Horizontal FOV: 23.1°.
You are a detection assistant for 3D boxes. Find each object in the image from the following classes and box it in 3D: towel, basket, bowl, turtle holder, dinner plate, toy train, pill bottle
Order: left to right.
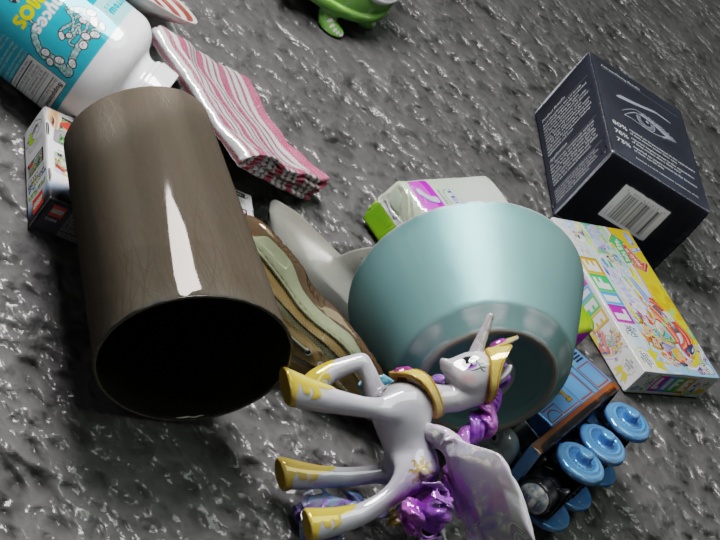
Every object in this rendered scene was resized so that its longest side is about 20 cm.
[{"bbox_3d":[-0.245,-0.191,1.421,0.199,0.111,0.111,37,30,-9],"label":"pill bottle"},{"bbox_3d":[-0.226,-0.265,1.513,0.199,0.024,0.200,36,10,-8],"label":"dinner plate"},{"bbox_3d":[-0.141,-0.020,1.264,0.181,0.135,0.202,55,15,-60],"label":"basket"},{"bbox_3d":[-0.103,-0.137,1.533,0.147,0.030,0.200,53,9,15],"label":"towel"},{"bbox_3d":[-0.020,-0.342,1.856,0.184,0.132,0.142,13,41,-40],"label":"turtle holder"},{"bbox_3d":[0.094,0.055,1.419,0.199,0.201,0.106,24,32,-28],"label":"bowl"},{"bbox_3d":[0.168,0.146,1.517,0.114,0.087,0.199,40,31,15],"label":"toy train"}]

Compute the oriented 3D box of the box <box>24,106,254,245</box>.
[{"bbox_3d":[-0.171,-0.048,1.403,0.199,0.035,0.111,23,35,-30],"label":"box"}]

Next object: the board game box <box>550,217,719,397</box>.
[{"bbox_3d":[0.274,0.038,1.820,0.134,0.034,0.201,7,46,-45],"label":"board game box"}]

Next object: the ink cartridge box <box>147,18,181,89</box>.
[{"bbox_3d":[-0.225,-0.250,1.595,0.094,0.037,0.201,9,46,-43],"label":"ink cartridge box"}]

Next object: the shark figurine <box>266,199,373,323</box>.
[{"bbox_3d":[0.013,0.017,1.491,0.213,0.090,0.129,32,33,-14],"label":"shark figurine"}]

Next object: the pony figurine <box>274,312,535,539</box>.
[{"bbox_3d":[0.041,0.140,1.296,0.198,0.166,0.196,-9,90,-23],"label":"pony figurine"}]

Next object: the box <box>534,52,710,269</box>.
[{"bbox_3d":[0.290,-0.123,1.973,0.147,0.104,0.201,29,32,-22],"label":"box"}]

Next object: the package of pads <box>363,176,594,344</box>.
[{"bbox_3d":[0.114,0.002,1.644,0.154,0.068,0.201,-6,56,-52],"label":"package of pads"}]

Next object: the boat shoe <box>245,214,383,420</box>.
[{"bbox_3d":[-0.054,0.053,1.391,0.200,0.076,0.072,50,-15,-16],"label":"boat shoe"}]
